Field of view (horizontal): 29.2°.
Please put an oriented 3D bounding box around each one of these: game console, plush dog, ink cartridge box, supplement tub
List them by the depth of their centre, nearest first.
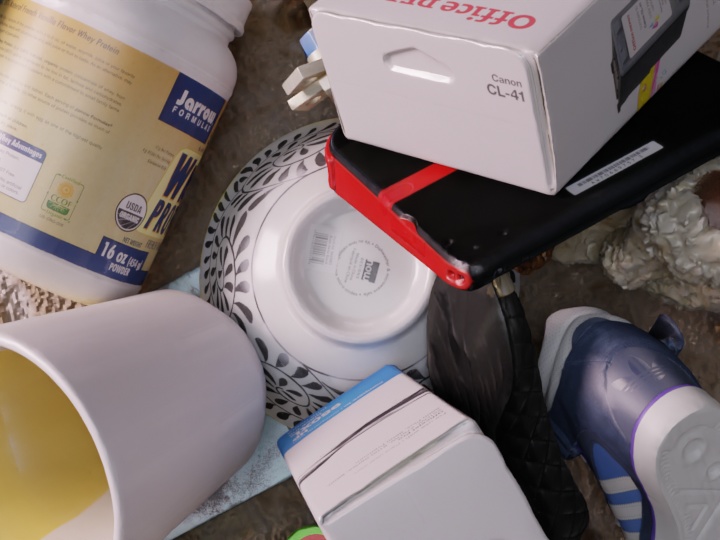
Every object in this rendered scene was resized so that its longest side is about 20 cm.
[{"bbox_3d":[0.036,0.137,0.677,0.084,0.200,0.145,-32,96,-6],"label":"ink cartridge box"},{"bbox_3d":[0.093,-0.140,0.722,0.147,0.086,0.200,19,51,39],"label":"ink cartridge box"},{"bbox_3d":[0.093,-0.071,0.728,0.199,0.177,0.031,-29,128,-14],"label":"game console"},{"bbox_3d":[0.161,-0.044,0.791,0.171,0.161,0.200,20,48,19],"label":"plush dog"},{"bbox_3d":[-0.159,-0.093,0.813,0.144,0.144,0.201,26,91,7],"label":"supplement tub"}]

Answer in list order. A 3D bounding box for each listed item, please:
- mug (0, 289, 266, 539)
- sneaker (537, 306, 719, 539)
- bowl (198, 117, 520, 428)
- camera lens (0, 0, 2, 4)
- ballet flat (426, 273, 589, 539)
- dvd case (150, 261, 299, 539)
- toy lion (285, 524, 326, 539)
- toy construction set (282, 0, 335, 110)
[{"bbox_3d":[-0.145,0.072,0.766,0.186,0.153,0.150,33,124,24],"label":"mug"},{"bbox_3d":[0.162,0.108,0.809,0.080,0.146,0.201,-31,128,-11],"label":"sneaker"},{"bbox_3d":[0.000,0.000,0.807,0.199,0.094,0.202,0,84,-1],"label":"bowl"},{"bbox_3d":[-0.314,-0.170,0.825,0.199,0.160,0.161,23,90,6],"label":"camera lens"},{"bbox_3d":[0.082,0.076,0.773,0.066,0.057,0.201,8,121,45],"label":"ballet flat"},{"bbox_3d":[-0.140,0.099,0.863,0.199,0.022,0.147,-27,85,2],"label":"dvd case"},{"bbox_3d":[-0.047,0.237,0.832,0.199,0.069,0.193,20,83,7],"label":"toy lion"},{"bbox_3d":[-0.024,-0.181,0.804,0.091,0.131,0.201,-14,81,-11],"label":"toy construction set"}]
